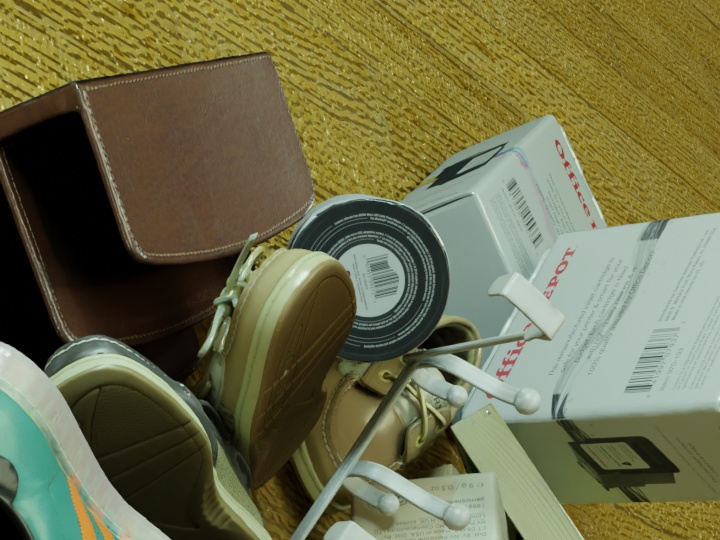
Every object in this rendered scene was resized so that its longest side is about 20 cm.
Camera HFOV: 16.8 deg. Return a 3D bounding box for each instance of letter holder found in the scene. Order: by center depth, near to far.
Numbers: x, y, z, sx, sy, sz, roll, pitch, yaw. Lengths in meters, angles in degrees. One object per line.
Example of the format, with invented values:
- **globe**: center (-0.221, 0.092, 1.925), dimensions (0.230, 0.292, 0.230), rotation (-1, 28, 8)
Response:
- **letter holder**: center (-0.099, -0.011, 1.106), dimensions (0.200, 0.100, 0.142), rotation (-22, 92, -67)

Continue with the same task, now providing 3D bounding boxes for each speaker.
- **speaker**: center (0.000, 0.000, 1.244), dimensions (0.200, 0.081, 0.081), rotation (-141, -152, -87)

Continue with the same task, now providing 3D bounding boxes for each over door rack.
- **over door rack**: center (0.029, 0.096, 1.127), dimensions (0.067, 0.200, 0.148), rotation (35, 73, -3)

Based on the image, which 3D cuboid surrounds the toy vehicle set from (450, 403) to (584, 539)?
- **toy vehicle set**: center (0.106, 0.166, 1.349), dimensions (0.124, 0.026, 0.200), rotation (56, -6, 29)

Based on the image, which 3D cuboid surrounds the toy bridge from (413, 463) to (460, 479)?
- **toy bridge**: center (0.057, 0.201, 1.349), dimensions (0.067, 0.027, 0.200), rotation (51, 29, -41)

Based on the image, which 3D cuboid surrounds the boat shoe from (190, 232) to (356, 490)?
- **boat shoe**: center (-0.051, 0.040, 1.108), dimensions (0.063, 0.200, 0.073), rotation (39, 64, 11)

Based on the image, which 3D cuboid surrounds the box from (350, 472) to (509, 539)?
- **box**: center (0.040, 0.210, 1.209), dimensions (0.095, 0.078, 0.200), rotation (78, 9, -50)

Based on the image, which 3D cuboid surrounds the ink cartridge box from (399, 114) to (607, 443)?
- **ink cartridge box**: center (0.092, 0.003, 1.527), dimensions (0.146, 0.083, 0.200), rotation (65, 23, -8)

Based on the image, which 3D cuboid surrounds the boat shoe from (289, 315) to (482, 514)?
- **boat shoe**: center (0.016, 0.068, 1.324), dimensions (0.074, 0.066, 0.200), rotation (63, 24, -12)

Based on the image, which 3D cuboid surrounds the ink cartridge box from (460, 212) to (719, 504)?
- **ink cartridge box**: center (0.172, 0.048, 1.349), dimensions (0.083, 0.200, 0.145), rotation (46, 59, -27)

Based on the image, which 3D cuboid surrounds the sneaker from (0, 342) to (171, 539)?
- **sneaker**: center (-0.127, 0.123, 0.981), dimensions (0.200, 0.071, 0.080), rotation (57, 41, -30)

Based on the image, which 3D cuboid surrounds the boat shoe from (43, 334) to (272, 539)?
- **boat shoe**: center (-0.093, 0.082, 1.070), dimensions (0.201, 0.072, 0.066), rotation (59, 9, -51)
